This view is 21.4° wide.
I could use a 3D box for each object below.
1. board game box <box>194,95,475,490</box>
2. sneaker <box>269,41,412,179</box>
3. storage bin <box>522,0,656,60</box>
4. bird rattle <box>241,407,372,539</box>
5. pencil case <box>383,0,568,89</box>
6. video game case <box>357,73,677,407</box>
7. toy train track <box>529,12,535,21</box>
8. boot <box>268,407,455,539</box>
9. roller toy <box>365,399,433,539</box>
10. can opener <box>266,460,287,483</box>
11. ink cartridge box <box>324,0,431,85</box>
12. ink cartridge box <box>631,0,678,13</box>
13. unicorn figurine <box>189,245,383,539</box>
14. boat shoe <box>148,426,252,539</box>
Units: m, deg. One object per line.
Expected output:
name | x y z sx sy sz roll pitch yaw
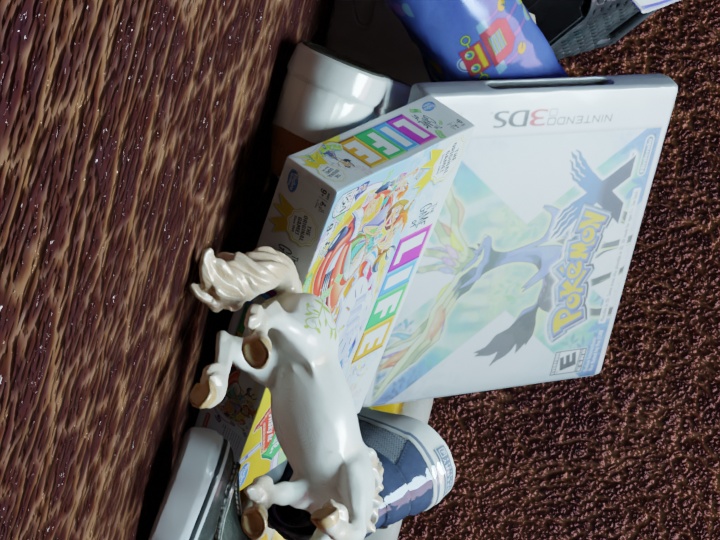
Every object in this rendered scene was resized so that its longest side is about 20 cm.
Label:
board game box | -0.018 0.014 1.018 0.134 0.034 0.201 -30 147 -51
sneaker | -0.015 -0.078 1.065 0.200 0.072 0.085 -10 123 -77
storage bin | 0.131 -0.260 1.355 0.135 0.093 0.202 -35 -105 59
bird rattle | -0.066 0.163 1.353 0.164 0.112 0.200 -58 -179 -37
pencil case | 0.056 -0.147 1.098 0.201 0.078 0.087 56 -3 -40
video game case | 0.090 -0.018 1.124 0.022 0.181 0.202 44 -49 47
toy train track | 0.087 -0.073 1.264 0.114 0.032 0.202 10 96 -50
boot | -0.039 0.121 1.173 0.090 0.199 0.074 -26 106 -35
roller toy | -0.011 0.164 1.612 0.183 0.138 0.202 92 13 -80
can opener | -0.057 0.048 1.178 0.201 0.053 0.067 -70 143 -53
ink cartridge box | 0.043 -0.218 1.231 0.201 0.084 0.147 -68 172 -52
ink cartridge box | 0.100 -0.218 1.079 0.043 0.201 0.198 -38 177 18
unicorn figurine | -0.026 0.083 0.914 0.137 0.073 0.203 -27 115 -72
boat shoe | -0.076 0.157 0.994 0.201 0.070 0.072 102 4 -46
